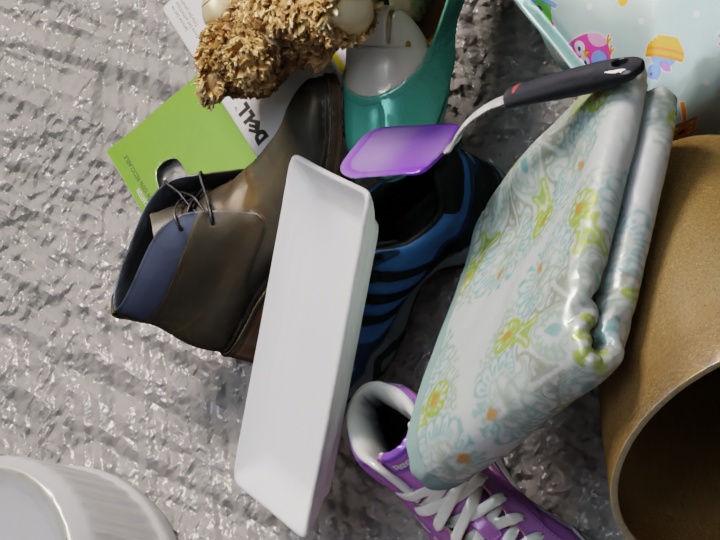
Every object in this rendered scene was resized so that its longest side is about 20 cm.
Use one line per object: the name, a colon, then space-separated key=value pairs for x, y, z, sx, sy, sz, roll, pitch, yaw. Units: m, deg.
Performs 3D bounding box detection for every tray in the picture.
tray: x=-0.027 y=0.042 z=1.542 sx=0.107 sy=0.022 sz=0.201 roll=29 pitch=111 yaw=60

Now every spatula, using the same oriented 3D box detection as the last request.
spatula: x=0.071 y=-0.084 z=1.463 sx=0.200 sy=0.021 sz=0.057 roll=-19 pitch=22 yaw=40

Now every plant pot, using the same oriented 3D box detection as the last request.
plant pot: x=0.198 y=0.029 z=1.432 sx=0.186 sy=0.186 sz=0.200 roll=-32 pitch=43 yaw=16

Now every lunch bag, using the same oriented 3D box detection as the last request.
lunch bag: x=0.179 y=-0.172 z=1.547 sx=0.170 sy=0.122 sz=0.200 roll=-41 pitch=61 yaw=11

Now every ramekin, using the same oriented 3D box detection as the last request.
ramekin: x=-0.211 y=0.204 z=1.641 sx=0.202 sy=0.094 sz=0.203 roll=-12 pitch=65 yaw=26

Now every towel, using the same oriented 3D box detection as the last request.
towel: x=0.096 y=0.004 z=1.440 sx=0.171 sy=0.048 sz=0.200 roll=-46 pitch=22 yaw=52

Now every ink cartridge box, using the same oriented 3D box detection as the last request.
ink cartridge box: x=-0.076 y=-0.105 z=1.699 sx=0.200 sy=0.076 sz=0.148 roll=-40 pitch=55 yaw=9

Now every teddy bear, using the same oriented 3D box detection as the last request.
teddy bear: x=-0.038 y=-0.157 z=1.549 sx=0.145 sy=0.067 sz=0.200 roll=-61 pitch=18 yaw=-9

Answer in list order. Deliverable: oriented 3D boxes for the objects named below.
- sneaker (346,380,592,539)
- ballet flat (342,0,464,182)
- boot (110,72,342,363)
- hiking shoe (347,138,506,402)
sneaker: x=0.059 y=0.137 z=1.494 sx=0.073 sy=0.114 sz=0.200 roll=-48 pitch=55 yaw=4
ballet flat: x=0.024 y=-0.148 z=1.581 sx=0.067 sy=0.070 sz=0.200 roll=-2 pitch=54 yaw=30
boot: x=-0.078 y=-0.035 z=1.605 sx=0.075 sy=0.097 sz=0.200 roll=-106 pitch=32 yaw=-56
hiking shoe: x=0.000 y=0.000 z=1.603 sx=0.200 sy=0.087 sz=0.074 roll=-50 pitch=53 yaw=4
